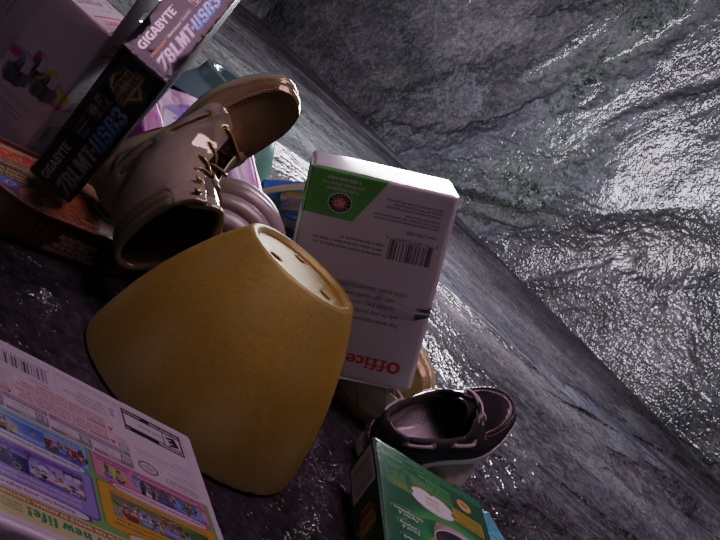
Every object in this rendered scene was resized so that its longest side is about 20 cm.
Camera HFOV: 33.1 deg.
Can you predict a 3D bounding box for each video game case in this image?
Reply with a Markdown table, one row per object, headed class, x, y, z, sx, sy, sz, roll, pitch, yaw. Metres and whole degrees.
| class | x | y | z | sx | sy | sz | roll | pitch | yaw |
| --- | --- | --- | --- | --- | --- | --- | --- | --- | --- |
| video game case | -0.163 | 0.121 | 0.714 | 0.200 | 0.022 | 0.182 | 35 | 13 | -35 |

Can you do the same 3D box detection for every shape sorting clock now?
| class | x | y | z | sx | sy | sz | roll | pitch | yaw |
| --- | --- | --- | --- | --- | --- | --- | --- | --- | --- |
| shape sorting clock | -0.058 | -0.060 | 1.426 | 0.200 | 0.199 | 0.040 | 28 | 54 | -51 |

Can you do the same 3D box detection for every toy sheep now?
| class | x | y | z | sx | sy | sz | roll | pitch | yaw |
| --- | --- | --- | --- | --- | --- | --- | --- | --- | --- |
| toy sheep | -0.128 | -0.021 | 1.116 | 0.138 | 0.138 | 0.200 | 38 | 15 | -14 |

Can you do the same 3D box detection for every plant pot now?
| class | x | y | z | sx | sy | sz | roll | pitch | yaw |
| --- | --- | --- | --- | --- | --- | --- | --- | --- | --- |
| plant pot | -0.087 | 0.050 | 0.931 | 0.200 | 0.142 | 0.200 | 40 | 11 | -10 |
| plant pot | -0.181 | -0.172 | 1.491 | 0.200 | 0.134 | 0.200 | 40 | 12 | -10 |

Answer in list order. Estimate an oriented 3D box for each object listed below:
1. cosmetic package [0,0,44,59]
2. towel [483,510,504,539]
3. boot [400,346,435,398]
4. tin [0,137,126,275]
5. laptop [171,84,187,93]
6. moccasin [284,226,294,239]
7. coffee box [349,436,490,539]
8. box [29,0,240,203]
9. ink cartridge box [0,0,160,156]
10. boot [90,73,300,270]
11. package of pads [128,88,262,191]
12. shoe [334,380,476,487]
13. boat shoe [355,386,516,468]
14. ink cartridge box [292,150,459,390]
| class | x | y | z | sx | sy | sz | roll | pitch | yaw |
| --- | --- | --- | --- | --- | --- | --- | --- | --- | --- |
| cosmetic package | -0.393 | -0.276 | 1.078 | 0.165 | 0.165 | 0.200 | 46 | 10 | 23 |
| towel | 0.098 | 0.256 | 1.095 | 0.200 | 0.022 | 0.147 | 29 | 16 | -48 |
| boot | -0.013 | 0.067 | 1.316 | 0.200 | 0.073 | 0.155 | 53 | 19 | 17 |
| tin | -0.261 | -0.055 | 1.016 | 0.200 | 0.042 | 0.112 | 27 | 22 | -55 |
| laptop | -0.219 | -0.123 | 1.251 | 0.177 | 0.103 | 0.200 | 26 | 19 | -53 |
| moccasin | -0.100 | -0.025 | 1.369 | 0.080 | 0.068 | 0.200 | 45 | 11 | 17 |
| coffee box | 0.052 | 0.223 | 0.951 | 0.123 | 0.044 | 0.200 | 33 | 17 | -17 |
| box | -0.165 | -0.171 | 0.980 | 0.050 | 0.200 | 0.199 | 40 | 50 | -10 |
| ink cartridge box | -0.261 | -0.183 | 1.079 | 0.068 | 0.200 | 0.115 | 41 | 11 | 0 |
| boot | -0.126 | -0.083 | 1.018 | 0.072 | 0.199 | 0.155 | 66 | -4 | -35 |
| package of pads | -0.181 | -0.113 | 1.212 | 0.200 | 0.075 | 0.121 | 13 | 55 | -59 |
| shoe | 0.037 | 0.145 | 1.229 | 0.200 | 0.053 | 0.070 | 45 | 11 | 17 |
| boat shoe | 0.085 | 0.144 | 1.164 | 0.199 | 0.060 | 0.074 | -6 | 53 | -38 |
| ink cartridge box | 0.000 | 0.000 | 1.185 | 0.145 | 0.202 | 0.084 | 13 | 15 | -6 |
